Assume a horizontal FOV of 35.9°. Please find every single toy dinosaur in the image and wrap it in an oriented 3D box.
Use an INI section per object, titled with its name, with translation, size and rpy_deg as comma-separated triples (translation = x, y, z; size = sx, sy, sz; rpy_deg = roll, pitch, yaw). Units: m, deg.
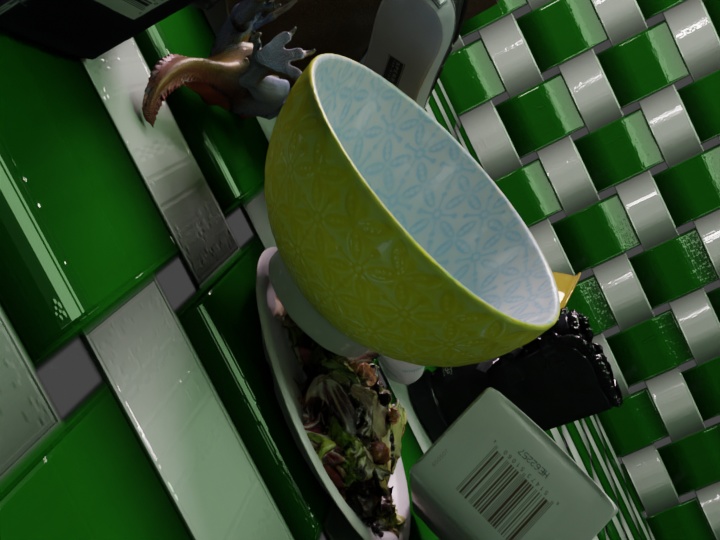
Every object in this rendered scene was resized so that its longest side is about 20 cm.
[toy dinosaur]
translation = -0.082, -0.137, 0.730
size = 0.181, 0.198, 0.106
rpy_deg = -31, -100, 64

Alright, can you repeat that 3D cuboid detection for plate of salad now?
[plate of salad]
translation = -0.006, 0.074, 0.681
size = 0.202, 0.048, 0.201
rpy_deg = 61, 12, -23

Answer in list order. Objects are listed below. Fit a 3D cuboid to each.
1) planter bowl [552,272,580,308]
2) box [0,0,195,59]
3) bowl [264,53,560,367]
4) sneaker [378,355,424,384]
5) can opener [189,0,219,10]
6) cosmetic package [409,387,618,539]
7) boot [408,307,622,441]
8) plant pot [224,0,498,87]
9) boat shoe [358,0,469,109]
[planter bowl]
translation = 0.137, 0.070, 1.115
size = 0.083, 0.202, 0.200
rpy_deg = 30, 8, 9
[box]
translation = -0.126, -0.227, 0.516
size = 0.202, 0.147, 0.104
rpy_deg = 65, 13, 5
[bowl]
translation = 0.010, -0.014, 0.638
size = 0.200, 0.108, 0.201
rpy_deg = 40, 23, -20
[sneaker]
translation = 0.000, 0.000, 0.841
size = 0.081, 0.069, 0.202
rpy_deg = 93, -22, -51
[can opener]
translation = -0.125, -0.185, 0.659
size = 0.078, 0.064, 0.200
rpy_deg = 30, 16, -21
[cosmetic package]
translation = 0.088, 0.149, 0.693
size = 0.102, 0.074, 0.200
rpy_deg = 44, -9, 14
[boot]
translation = 0.149, 0.129, 0.966
size = 0.199, 0.161, 0.074
rpy_deg = 58, 15, -28
[plant pot]
translation = 0.008, -0.247, 0.887
size = 0.187, 0.197, 0.190
rpy_deg = -4, 90, -78
[boat shoe]
translation = 0.030, -0.143, 0.796
size = 0.068, 0.057, 0.200
rpy_deg = 37, -32, 3
